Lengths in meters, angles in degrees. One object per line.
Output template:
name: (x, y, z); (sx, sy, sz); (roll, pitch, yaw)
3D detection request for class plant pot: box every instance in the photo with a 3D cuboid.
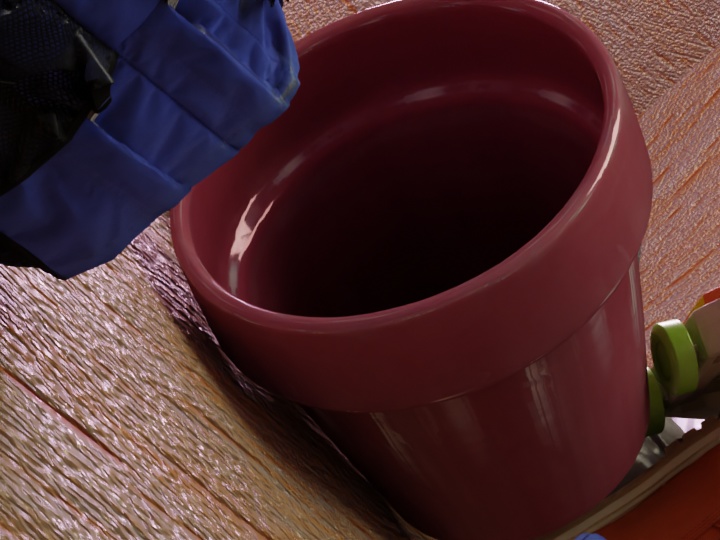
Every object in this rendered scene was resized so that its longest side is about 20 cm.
plant pot: (0.041, 0.012, 1.089); (0.200, 0.199, 0.180); (54, -8, 50)

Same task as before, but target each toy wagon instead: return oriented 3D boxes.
toy wagon: (0.197, 0.038, 1.182); (0.200, 0.154, 0.040); (109, -33, -70)

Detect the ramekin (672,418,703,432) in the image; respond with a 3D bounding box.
ramekin: (0.210, 0.160, 1.329); (0.203, 0.202, 0.094); (49, 9, 9)

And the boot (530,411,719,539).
boot: (0.160, 0.127, 1.155); (0.108, 0.199, 0.075); (58, -3, 18)

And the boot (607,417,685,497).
boot: (0.192, 0.155, 1.240); (0.181, 0.073, 0.200); (3, 38, -42)

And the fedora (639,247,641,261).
fedora: (0.055, -0.029, 1.401); (0.199, 0.090, 0.178); (34, -35, 25)

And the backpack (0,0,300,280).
backpack: (-0.096, -0.096, 0.721); (0.163, 0.167, 0.200); (59, 5, 30)

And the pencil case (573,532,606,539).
pencil case: (0.126, 0.175, 0.913); (0.200, 0.078, 0.087); (38, -9, 22)
